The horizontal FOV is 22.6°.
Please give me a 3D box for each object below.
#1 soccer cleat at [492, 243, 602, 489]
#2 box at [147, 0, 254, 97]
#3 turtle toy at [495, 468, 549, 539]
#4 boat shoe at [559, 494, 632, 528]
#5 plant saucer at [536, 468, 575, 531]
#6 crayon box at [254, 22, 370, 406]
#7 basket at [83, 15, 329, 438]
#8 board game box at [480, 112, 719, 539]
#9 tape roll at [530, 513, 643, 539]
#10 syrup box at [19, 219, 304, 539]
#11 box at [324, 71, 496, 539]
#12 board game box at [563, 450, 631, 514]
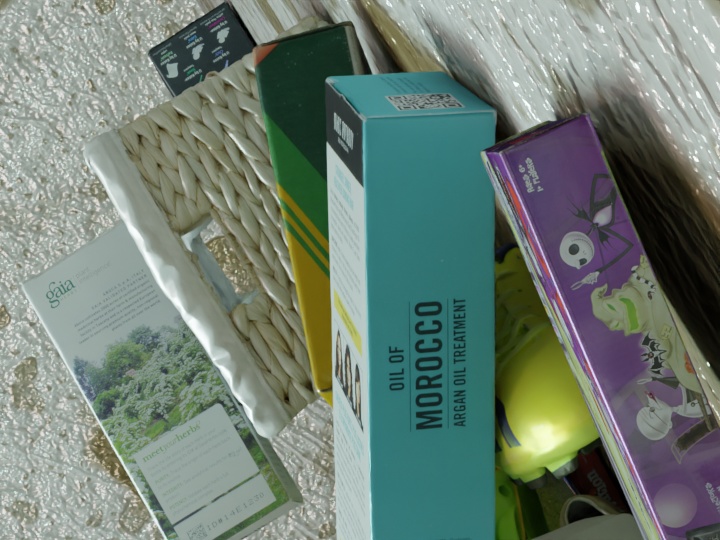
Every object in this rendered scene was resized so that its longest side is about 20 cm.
[{"bbox_3d":[0.060,0.029,0.712,0.084,0.064,0.200,60,178,-9],"label":"soccer cleat"},{"bbox_3d":[-0.135,-0.176,1.970,0.201,0.106,0.122,57,179,-1],"label":"box"},{"bbox_3d":[0.057,0.154,1.008,0.200,0.101,0.147,-33,-79,-78],"label":"turtle toy"},{"bbox_3d":[0.151,0.197,0.921,0.068,0.075,0.200,52,-176,-40],"label":"boat shoe"},{"bbox_3d":[0.107,0.147,1.205,0.200,0.048,0.200,44,178,1],"label":"plant saucer"},{"bbox_3d":[0.000,0.000,0.864,0.127,0.050,0.201,62,-165,-73],"label":"crayon box"},{"bbox_3d":[-0.046,-0.029,1.094,0.199,0.160,0.200,58,178,-3],"label":"basket"},{"bbox_3d":[0.084,0.055,0.487,0.120,0.032,0.201,-143,30,-87],"label":"board game box"},{"bbox_3d":[0.117,0.221,0.854,0.202,0.070,0.204,35,133,49],"label":"tape roll"},{"bbox_3d":[-0.120,0.075,1.102,0.201,0.078,0.081,59,180,9],"label":"syrup box"},{"bbox_3d":[0.019,0.031,0.679,0.082,0.049,0.201,-124,31,-71],"label":"box"},{"bbox_3d":[0.108,0.085,1.101,0.103,0.019,0.200,60,178,-25],"label":"board game box"}]
